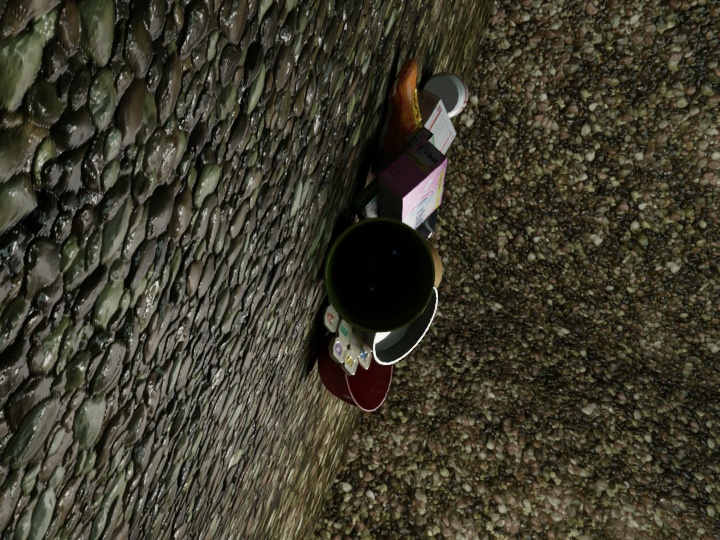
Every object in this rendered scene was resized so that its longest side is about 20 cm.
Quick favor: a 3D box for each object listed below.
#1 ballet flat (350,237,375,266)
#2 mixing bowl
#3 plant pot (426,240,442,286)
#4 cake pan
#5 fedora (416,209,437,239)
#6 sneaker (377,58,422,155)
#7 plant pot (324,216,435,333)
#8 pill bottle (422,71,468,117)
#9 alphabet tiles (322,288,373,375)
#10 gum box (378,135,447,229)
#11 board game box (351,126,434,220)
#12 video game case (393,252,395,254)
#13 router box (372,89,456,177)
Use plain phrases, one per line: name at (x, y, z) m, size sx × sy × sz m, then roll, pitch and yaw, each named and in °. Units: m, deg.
ballet flat at (0.045, -0.008, 1.622) m, size 0.201 × 0.070 × 0.071 m, roll 51°, pitch 48°, yaw -33°
mixing bowl at (-0.023, 0.196, 1.672) m, size 0.199 × 0.106 × 0.205 m, roll 7°, pitch 82°, yaw -58°
plant pot at (0.117, 0.011, 2.228) m, size 0.199 × 0.184 × 0.190 m, roll -26°, pitch 137°, yaw -63°
cake pan at (0.083, 0.102, 1.624) m, size 0.199 × 0.036 × 0.203 m, roll -33°, pitch 141°, yaw -31°
fedora at (0.130, -0.137, 1.875) m, size 0.201 × 0.090 × 0.204 m, roll -47°, pitch -146°, yaw 46°
sneaker at (0.086, -0.304, 1.460) m, size 0.202 × 0.076 × 0.074 m, roll 99°, pitch 14°, yaw -47°
plant pot at (0.029, -0.003, 1.458) m, size 0.193 × 0.197 × 0.204 m, roll -113°, pitch -138°, yaw -82°
pill bottle at (0.206, -0.430, 1.916) m, size 0.200 × 0.108 × 0.112 m, roll -47°, pitch 156°, yaw -73°
alphabet tiles at (-0.012, 0.103, 1.584) m, size 0.196 × 0.014 × 0.203 m, roll 52°, pitch 46°, yaw -43°
gum box at (0.096, -0.146, 1.461) m, size 0.113 × 0.066 × 0.201 m, roll -42°, pitch 163°, yaw -13°
board game box at (0.069, -0.171, 1.507) m, size 0.200 × 0.029 × 0.135 m, roll -46°, pitch 165°, yaw -6°
video game case at (0.080, -0.115, 1.820) m, size 0.203 × 0.017 × 0.144 m, roll -65°, pitch -160°, yaw 17°
router box at (0.117, -0.247, 1.637) m, size 0.202 × 0.048 × 0.179 m, roll -59°, pitch 158°, yaw -3°
